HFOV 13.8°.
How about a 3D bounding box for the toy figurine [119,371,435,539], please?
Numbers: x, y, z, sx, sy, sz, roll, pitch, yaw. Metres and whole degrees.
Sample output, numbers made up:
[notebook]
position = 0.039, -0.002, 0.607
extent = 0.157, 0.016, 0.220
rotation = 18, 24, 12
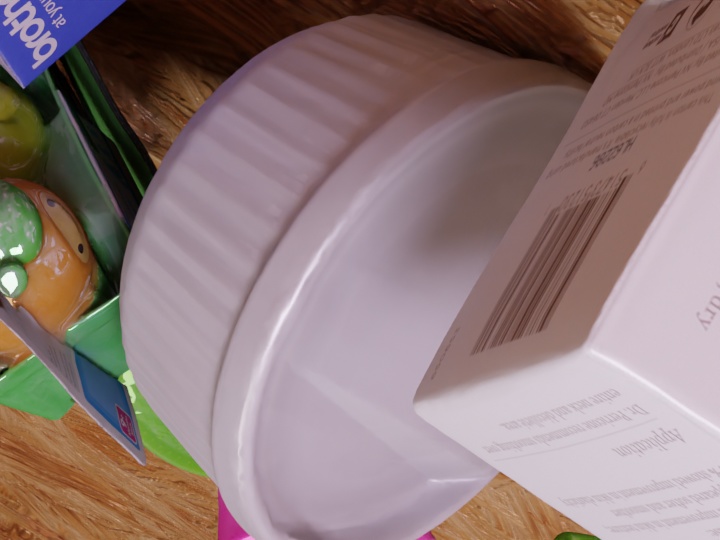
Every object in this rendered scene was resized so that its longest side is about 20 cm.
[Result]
[toy figurine]
position = -0.024, 0.095, 1.295
extent = 0.184, 0.149, 0.201
rotation = -111, 5, -59

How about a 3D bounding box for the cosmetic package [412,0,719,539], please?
[cosmetic package]
position = 0.156, 0.020, 0.912
extent = 0.200, 0.167, 0.167
rotation = 34, 163, -10

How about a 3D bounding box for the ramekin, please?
[ramekin]
position = 0.000, 0.000, 1.085
extent = 0.094, 0.203, 0.203
rotation = 34, 168, 32

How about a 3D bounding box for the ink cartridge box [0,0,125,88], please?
[ink cartridge box]
position = -0.124, -0.151, 1.008
extent = 0.044, 0.094, 0.200
rotation = 45, 172, 28

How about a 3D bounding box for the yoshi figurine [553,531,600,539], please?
[yoshi figurine]
position = 0.104, 0.073, 1.282
extent = 0.199, 0.112, 0.112
rotation = 16, 142, 47

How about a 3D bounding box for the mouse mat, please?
[mouse mat]
position = -0.105, -0.065, 1.209
extent = 0.201, 0.008, 0.161
rotation = 59, 173, 21

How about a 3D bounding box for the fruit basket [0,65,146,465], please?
[fruit basket]
position = -0.146, -0.040, 1.096
extent = 0.186, 0.093, 0.200
rotation = 60, 180, 38

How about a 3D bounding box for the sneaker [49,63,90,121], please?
[sneaker]
position = -0.151, -0.040, 1.325
extent = 0.075, 0.082, 0.200
rotation = 59, 180, 12
